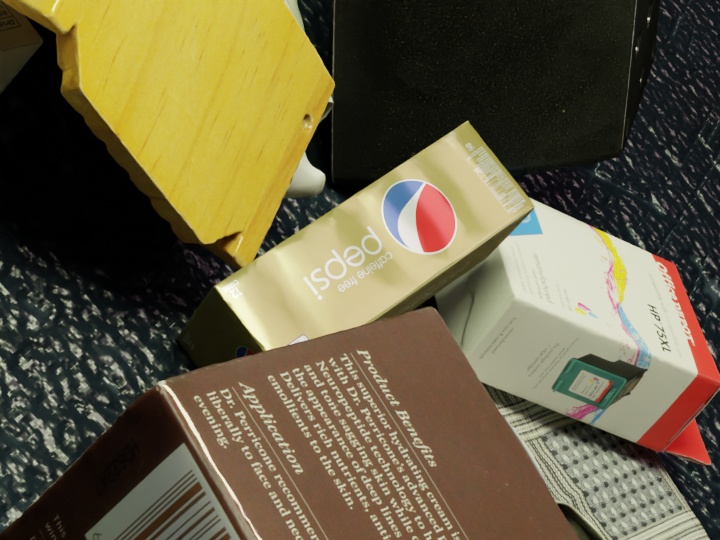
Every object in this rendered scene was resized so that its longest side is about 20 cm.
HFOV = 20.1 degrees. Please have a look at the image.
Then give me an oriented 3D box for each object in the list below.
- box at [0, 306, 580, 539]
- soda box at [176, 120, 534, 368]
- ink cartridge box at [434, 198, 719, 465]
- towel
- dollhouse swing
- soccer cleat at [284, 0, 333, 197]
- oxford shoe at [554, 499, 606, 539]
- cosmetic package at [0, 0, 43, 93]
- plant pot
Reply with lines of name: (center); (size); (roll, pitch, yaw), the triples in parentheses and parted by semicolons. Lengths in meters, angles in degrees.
box: (-0.030, 0.141, 0.904); (0.199, 0.164, 0.167); (-11, 64, -52)
soda box: (0.000, 0.000, 1.102); (0.199, 0.068, 0.064); (-33, 81, -34)
ink cartridge box: (0.143, 0.034, 1.241); (0.199, 0.067, 0.117); (22, 33, -27)
towel: (0.124, 0.128, 1.200); (0.199, 0.035, 0.194); (-8, 63, -50)
dollhouse swing: (-0.142, -0.128, 1.075); (0.200, 0.174, 0.183); (54, 51, -45)
soccer cleat: (-0.053, -0.122, 1.215); (0.077, 0.070, 0.202); (12, 52, -12)
oxford shoe: (0.054, 0.128, 1.084); (0.199, 0.058, 0.076); (30, 51, -4)
cosmetic package: (-0.265, -0.162, 1.025); (0.201, 0.073, 0.103); (53, 34, 7)
plant pot: (0.093, -0.172, 1.253); (0.175, 0.202, 0.200); (9, 34, 12)
